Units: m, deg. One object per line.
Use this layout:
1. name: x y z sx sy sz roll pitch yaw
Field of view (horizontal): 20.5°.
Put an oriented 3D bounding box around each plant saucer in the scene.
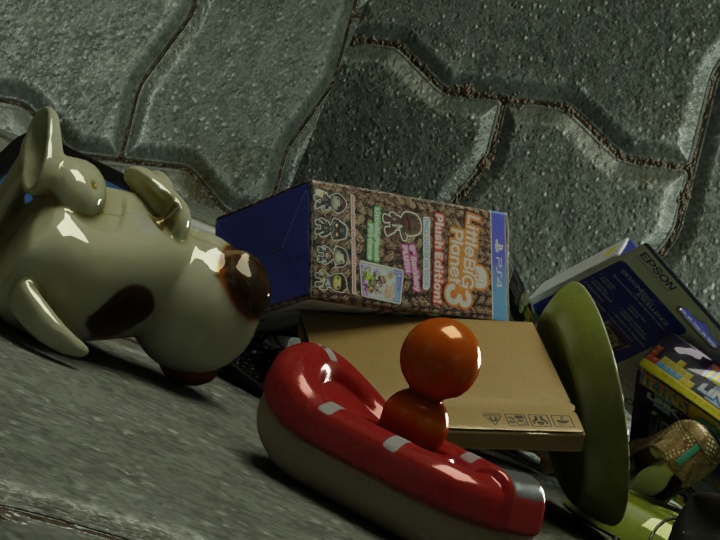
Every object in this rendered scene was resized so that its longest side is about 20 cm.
1. plant saucer: 0.176 0.111 1.628 0.031 0.202 0.200 -8 7 -8
2. plant saucer: 0.274 0.228 1.726 0.199 0.031 0.200 24 3 -1

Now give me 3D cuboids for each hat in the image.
1. hat: 0.286 0.215 1.511 0.200 0.081 0.201 24 3 -1

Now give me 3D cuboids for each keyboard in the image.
1. keyboard: -0.055 0.082 1.670 0.104 0.040 0.200 29 4 32

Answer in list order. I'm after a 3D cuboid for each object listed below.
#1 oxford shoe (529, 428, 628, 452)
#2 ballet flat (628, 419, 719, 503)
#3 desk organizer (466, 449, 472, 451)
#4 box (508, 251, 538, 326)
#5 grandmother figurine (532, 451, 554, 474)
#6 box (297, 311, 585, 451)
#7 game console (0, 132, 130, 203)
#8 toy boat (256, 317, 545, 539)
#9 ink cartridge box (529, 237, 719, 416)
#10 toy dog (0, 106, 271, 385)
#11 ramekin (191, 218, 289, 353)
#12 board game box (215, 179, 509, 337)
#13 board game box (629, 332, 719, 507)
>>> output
1. oxford shoe: 0.180 0.151 2.003 0.199 0.073 0.071 24 3 23
2. ballet flat: 0.265 0.190 1.843 0.071 0.065 0.200 50 -26 10
3. desk organizer: 0.072 0.122 1.683 0.077 0.072 0.200 25 2 -3
4. box: 0.095 0.031 1.916 0.136 0.040 0.200 11 -22 22
5. grandmother figurine: 0.137 0.115 1.843 0.121 0.061 0.200 -19 -49 32
6. box: 0.060 0.085 1.547 0.198 0.021 0.164 3 29 -13
7. game console: -0.285 -0.053 1.556 0.199 0.119 0.172 25 3 40
8. toy boat: 0.033 0.091 1.246 0.199 0.131 0.130 25 3 31
9. ink cartridge box: 0.283 0.062 1.885 0.198 0.047 0.200 47 -35 -9
10. toy dog: -0.160 0.000 1.406 0.199 0.140 0.194 22 19 -29
11. ramekin: -0.144 0.010 1.779 0.201 0.095 0.202 23 3 -1
12. board game box: 0.000 0.000 1.669 0.199 0.098 0.159 9 -15 -33
13. board game box: 0.342 0.174 1.836 0.200 0.057 0.166 37 -31 28
